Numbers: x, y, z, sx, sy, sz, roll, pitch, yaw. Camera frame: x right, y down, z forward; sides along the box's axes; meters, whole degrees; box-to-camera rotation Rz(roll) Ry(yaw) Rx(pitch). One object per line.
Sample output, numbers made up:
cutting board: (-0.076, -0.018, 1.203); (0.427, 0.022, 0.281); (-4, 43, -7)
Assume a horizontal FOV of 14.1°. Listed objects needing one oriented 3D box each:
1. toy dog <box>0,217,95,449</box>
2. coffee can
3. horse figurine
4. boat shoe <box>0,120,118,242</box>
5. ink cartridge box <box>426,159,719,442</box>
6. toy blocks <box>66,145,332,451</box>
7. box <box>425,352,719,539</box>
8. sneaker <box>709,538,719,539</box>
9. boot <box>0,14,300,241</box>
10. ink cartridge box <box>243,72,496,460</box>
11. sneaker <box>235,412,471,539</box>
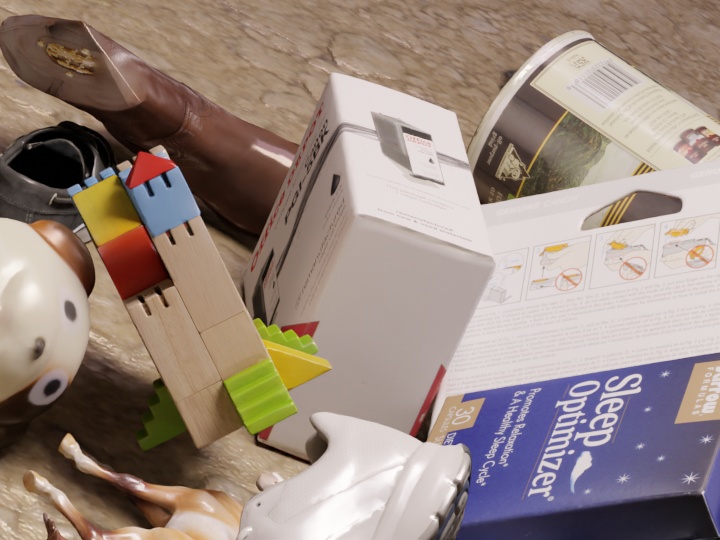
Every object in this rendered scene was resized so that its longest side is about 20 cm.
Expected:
toy dog: (-0.225, 0.009, 1.368); (0.200, 0.140, 0.194); (24, -15, -4)
coffee can: (0.186, -0.046, 1.919); (0.200, 0.146, 0.146); (36, 23, 23)
horse figurine: (-0.092, 0.124, 1.336); (0.132, 0.050, 0.200); (26, 16, 6)
boat shoe: (-0.170, -0.051, 1.633); (0.069, 0.057, 0.200); (28, 20, 0)
ink cartridge box: (0.142, 0.027, 1.524); (0.044, 0.200, 0.174); (57, 34, -39)
toy blocks: (-0.094, 0.003, 1.430); (0.137, 0.100, 0.200); (64, -4, -10)
box: (0.119, 0.090, 1.398); (0.200, 0.032, 0.121); (-9, 29, 25)
sneaker: (0.172, 0.172, 1.495); (0.199, 0.081, 0.115); (39, 26, 31)
boot: (-0.102, -0.082, 1.676); (0.186, 0.064, 0.200); (25, -6, 18)
ink cartridge box: (0.000, 0.000, 1.596); (0.083, 0.147, 0.200); (19, 22, -13)
sneaker: (-0.024, 0.145, 1.275); (0.087, 0.075, 0.200); (23, 50, 12)
